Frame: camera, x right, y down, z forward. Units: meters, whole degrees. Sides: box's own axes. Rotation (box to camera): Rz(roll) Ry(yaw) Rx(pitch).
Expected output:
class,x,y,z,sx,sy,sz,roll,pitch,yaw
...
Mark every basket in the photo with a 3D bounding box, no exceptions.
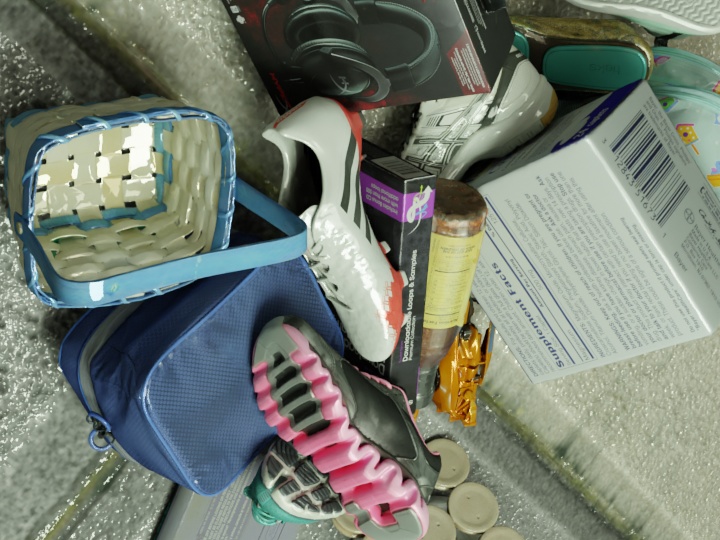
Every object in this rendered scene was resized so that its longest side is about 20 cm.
class,x,y,z,sx,sy,sz,roll,pitch,yaw
basket,-0.151,-0.041,0.947,0.174,0.200,0.141,-11,116,-28

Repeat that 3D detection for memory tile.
class,x,y,z,sx,sy,sz,roll,pitch,yaw
memory tile,0.076,0.259,1.253,0.152,0.201,0.017,-24,156,-26

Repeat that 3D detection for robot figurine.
class,x,y,z,sx,sy,sz,roll,pitch,yaw
robot figurine,0.069,0.045,1.224,0.143,0.058,0.203,-10,116,-33

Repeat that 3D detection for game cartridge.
class,x,y,z,sx,sy,sz,roll,pitch,yaw
game cartridge,-0.105,0.204,1.196,0.128,0.038,0.202,18,100,-34

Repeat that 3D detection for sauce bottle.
class,x,y,z,sx,sy,sz,roll,pitch,yaw
sauce bottle,0.055,0.024,1.123,0.065,0.066,0.202,-12,132,-29

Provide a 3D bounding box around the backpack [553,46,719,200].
class,x,y,z,sx,sy,sz,roll,pitch,yaw
backpack,0.269,-0.099,1.204,0.176,0.199,0.154,42,81,-37

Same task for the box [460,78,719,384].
class,x,y,z,sx,sy,sz,roll,pitch,yaw
box,0.183,-0.026,1.120,0.185,0.199,0.105,55,50,-11

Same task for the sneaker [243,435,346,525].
class,x,y,z,sx,sy,sz,roll,pitch,yaw
sneaker,-0.053,0.175,1.097,0.079,0.200,0.078,-40,84,3

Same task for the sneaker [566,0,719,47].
class,x,y,z,sx,sy,sz,roll,pitch,yaw
sneaker,0.216,-0.245,1.187,0.198,0.118,0.075,22,92,-2

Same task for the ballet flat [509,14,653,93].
class,x,y,z,sx,sy,sz,roll,pitch,yaw
ballet flat,0.145,-0.185,1.154,0.197,0.071,0.072,5,112,3

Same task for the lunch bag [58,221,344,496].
class,x,y,z,sx,sy,sz,roll,pitch,yaw
lunch bag,-0.129,0.066,1.052,0.200,0.131,0.137,-43,129,-26

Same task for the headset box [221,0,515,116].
class,x,y,z,sx,sy,sz,roll,pitch,yaw
headset box,0.009,-0.197,0.987,0.150,0.198,0.078,63,38,-36

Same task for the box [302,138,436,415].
class,x,y,z,sx,sy,sz,roll,pitch,yaw
box,0.000,0.000,1.104,0.036,0.143,0.203,-12,117,-31

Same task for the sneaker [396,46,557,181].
class,x,y,z,sx,sy,sz,roll,pitch,yaw
sneaker,0.062,-0.112,1.134,0.199,0.076,0.088,-36,103,13

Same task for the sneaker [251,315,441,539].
class,x,y,z,sx,sy,sz,roll,pitch,yaw
sneaker,-0.004,0.106,1.032,0.201,0.078,0.096,56,43,-18

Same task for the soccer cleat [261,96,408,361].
class,x,y,z,sx,sy,sz,roll,pitch,yaw
soccer cleat,-0.021,-0.025,1.007,0.085,0.068,0.203,-24,107,-43

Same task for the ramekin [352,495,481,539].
class,x,y,z,sx,sy,sz,roll,pitch,yaw
ramekin,0.067,0.327,1.326,0.200,0.094,0.205,-14,117,-29
